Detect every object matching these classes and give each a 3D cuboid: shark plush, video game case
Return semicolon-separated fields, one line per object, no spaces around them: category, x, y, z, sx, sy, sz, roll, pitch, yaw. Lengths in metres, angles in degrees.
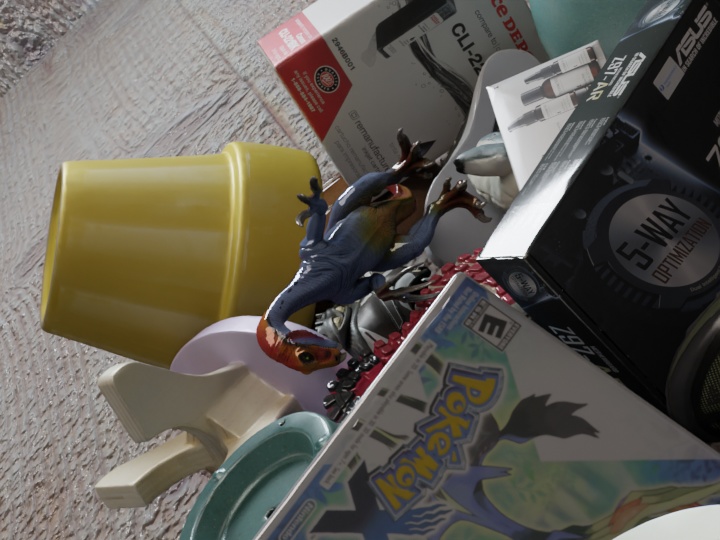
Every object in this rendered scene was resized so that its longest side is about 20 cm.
shark plush;0.150;-0.084;1.095;0.200;0.091;0.083;-22;26;44
video game case;0.064;0.129;0.797;0.200;0.182;0.022;-52;-11;-14

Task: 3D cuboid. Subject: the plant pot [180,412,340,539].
plant pot;-0.016;0.164;0.894;0.200;0.134;0.200;-37;25;21

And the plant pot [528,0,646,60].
plant pot;0.199;-0.231;1.185;0.200;0.134;0.200;-37;24;20

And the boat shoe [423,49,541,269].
boat shoe;0.095;-0.076;1.210;0.057;0.069;0.200;103;-173;-61

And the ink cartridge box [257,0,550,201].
ink cartridge box;0.042;-0.172;1.297;0.200;0.144;0.084;-34;26;0

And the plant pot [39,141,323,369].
plant pot;-0.142;-0.005;1.226;0.201;0.189;0.201;-173;90;-75

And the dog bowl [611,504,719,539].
dog bowl;0.138;0.198;0.662;0.200;0.079;0.200;-37;25;20

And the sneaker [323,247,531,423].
sneaker;0.062;0.054;1.039;0.200;0.075;0.081;-40;34;-19

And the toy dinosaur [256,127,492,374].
toy dinosaur;0.000;0.000;1.069;0.181;0.105;0.200;-44;-6;-13

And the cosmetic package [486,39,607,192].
cosmetic package;0.141;-0.050;0.998;0.082;0.051;0.200;-24;47;12

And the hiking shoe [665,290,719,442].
hiking shoe;0.232;0.039;0.766;0.200;0.076;0.101;-32;24;27

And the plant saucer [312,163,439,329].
plant saucer;-0.018;-0.031;1.357;0.200;0.032;0.200;-36;25;20

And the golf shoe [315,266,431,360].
golf shoe;0.022;0.029;1.163;0.094;0.078;0.200;-14;24;7

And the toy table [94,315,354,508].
toy table;-0.089;0.117;1.082;0.117;0.184;0.200;-42;8;-38

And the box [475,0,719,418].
box;0.173;-0.031;0.873;0.200;0.160;0.044;-54;25;-21
